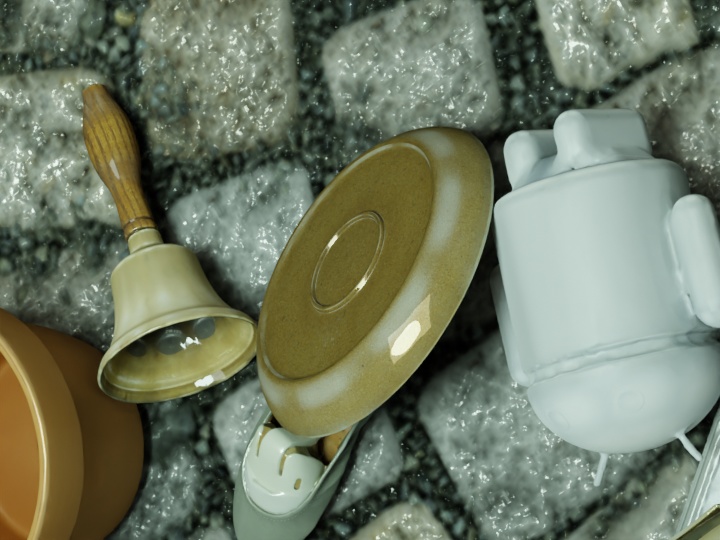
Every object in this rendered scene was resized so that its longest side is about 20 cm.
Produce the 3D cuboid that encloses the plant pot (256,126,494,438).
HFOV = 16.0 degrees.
[{"bbox_3d":[0.000,0.000,1.460,0.200,0.027,0.201,-40,33,32],"label":"plant pot"}]

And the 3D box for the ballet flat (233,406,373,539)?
[{"bbox_3d":[-0.031,0.086,1.520,0.067,0.064,0.201,38,105,24],"label":"ballet flat"}]

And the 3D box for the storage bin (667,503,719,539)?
[{"bbox_3d":[0.187,0.253,1.341,0.200,0.094,0.199,-40,71,23],"label":"storage bin"}]

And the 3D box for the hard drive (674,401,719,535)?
[{"bbox_3d":[0.235,0.171,1.392,0.139,0.038,0.201,22,99,27],"label":"hard drive"}]

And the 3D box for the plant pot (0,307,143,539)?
[{"bbox_3d":[-0.226,0.112,1.572,0.199,0.140,0.202,1,92,33],"label":"plant pot"}]

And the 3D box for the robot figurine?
[{"bbox_3d":[0.138,0.013,1.406,0.169,0.112,0.201,-21,77,50],"label":"robot figurine"}]

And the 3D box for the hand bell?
[{"bbox_3d":[-0.137,-0.030,1.584,0.104,0.104,0.201,-32,61,23],"label":"hand bell"}]
